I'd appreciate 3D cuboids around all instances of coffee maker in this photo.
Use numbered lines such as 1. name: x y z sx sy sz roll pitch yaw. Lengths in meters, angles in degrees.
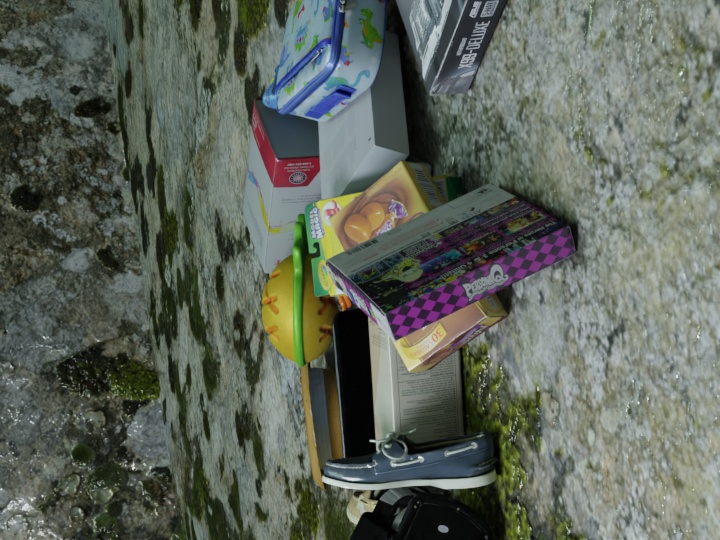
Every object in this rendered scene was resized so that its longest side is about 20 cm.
1. coffee maker: 0.047 0.344 1.511 0.135 0.192 0.200 50 168 -1

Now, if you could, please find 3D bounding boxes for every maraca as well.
1. maraca: -0.078 0.028 1.717 0.137 0.106 0.201 -94 3 -74

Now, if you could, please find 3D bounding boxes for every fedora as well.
1. fedora: -0.036 0.202 1.808 0.201 0.081 0.202 173 90 -89

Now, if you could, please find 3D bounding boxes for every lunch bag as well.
1. lunch bag: -0.037 -0.273 1.580 0.200 0.082 0.162 156 123 -65

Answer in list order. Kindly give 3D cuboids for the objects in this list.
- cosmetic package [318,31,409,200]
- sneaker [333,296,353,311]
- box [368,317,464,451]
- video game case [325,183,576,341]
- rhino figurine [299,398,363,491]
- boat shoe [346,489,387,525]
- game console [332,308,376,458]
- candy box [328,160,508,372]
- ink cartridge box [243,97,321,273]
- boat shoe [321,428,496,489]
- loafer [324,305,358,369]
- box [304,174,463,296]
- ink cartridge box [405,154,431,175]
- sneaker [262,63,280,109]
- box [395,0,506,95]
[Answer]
1. cosmetic package: 0.000 -0.177 1.601 0.151 0.051 0.201 125 149 -48
2. sneaker: 0.000 0.000 1.675 0.200 0.078 0.076 -92 -24 -76
3. box: 0.067 0.145 1.543 0.078 0.094 0.201 -161 68 -71
4. video game case: 0.084 -0.014 1.282 0.181 0.199 0.036 39 152 64
5. rhino figurine: -0.031 0.242 1.916 0.201 0.059 0.088 66 147 36
6. boat shoe: 0.036 0.317 1.739 0.200 0.074 0.067 -171 89 -69
7. game console: -0.002 0.144 1.711 0.176 0.116 0.201 -172 78 -71
8. candy box: 0.061 -0.005 1.419 0.116 0.056 0.201 -37 72 26
9. ink cartridge box: -0.074 -0.119 1.798 0.145 0.144 0.201 -114 26 -45
10. boat shoe: 0.053 0.211 1.461 0.075 0.199 0.062 -28 -67 -73
11. loafer: -0.029 0.059 1.839 0.070 0.070 0.201 52 145 46
12. box: 0.028 -0.036 1.499 0.199 0.048 0.118 -8 86 30
13. ink cartridge box: 0.039 -0.051 1.637 0.162 0.050 0.201 -142 52 -66
14. sneaker: -0.081 -0.275 1.764 0.200 0.078 0.066 -67 -33 -54
15. box: 0.088 -0.317 1.405 0.158 0.049 0.201 113 146 -55
